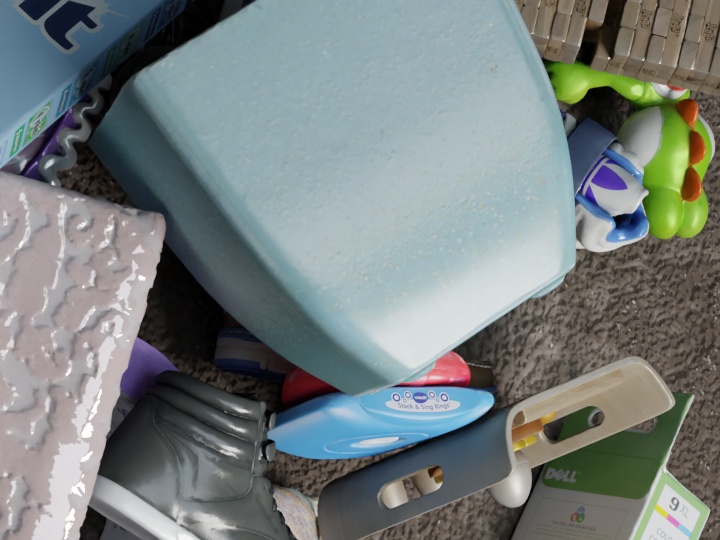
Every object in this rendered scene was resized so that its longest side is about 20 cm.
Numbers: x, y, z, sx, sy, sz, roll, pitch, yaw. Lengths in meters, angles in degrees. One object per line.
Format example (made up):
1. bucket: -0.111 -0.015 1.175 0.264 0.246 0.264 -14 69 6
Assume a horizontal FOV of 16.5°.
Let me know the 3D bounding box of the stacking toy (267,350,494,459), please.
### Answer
1. stacking toy: 0.000 0.000 1.413 0.116 0.110 0.201 2 75 -31

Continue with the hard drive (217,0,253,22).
1. hard drive: -0.036 -0.120 1.435 0.132 0.025 0.201 10 102 -51

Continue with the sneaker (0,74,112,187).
1. sneaker: -0.200 -0.068 1.327 0.088 0.080 0.201 29 71 -18

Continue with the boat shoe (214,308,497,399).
1. boat shoe: 0.006 0.040 1.495 0.200 0.072 0.073 13 83 -38

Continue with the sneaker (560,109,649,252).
1. sneaker: 0.107 -0.084 1.491 0.081 0.146 0.200 -56 143 -18

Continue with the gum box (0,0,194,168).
1. gum box: -0.196 -0.159 1.287 0.170 0.045 0.200 41 62 7

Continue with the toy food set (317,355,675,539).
1. toy food set: 0.084 0.115 1.484 0.200 0.143 0.061 -17 83 -55

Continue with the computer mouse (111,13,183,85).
1. computer mouse: -0.120 -0.195 1.408 0.058 0.034 0.201 -4 95 -39

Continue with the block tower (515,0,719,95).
1. block tower: 0.150 -0.156 1.547 0.199 0.054 0.058 14 82 2

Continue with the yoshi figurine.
1. yoshi figurine: 0.179 -0.114 1.631 0.112 0.112 0.201 45 38 -77

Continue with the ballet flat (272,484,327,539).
1. ballet flat: -0.035 0.176 1.484 0.200 0.068 0.067 60 39 -30

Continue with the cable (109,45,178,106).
1. cable: -0.071 -0.136 1.447 0.200 0.050 0.097 -45 132 -24

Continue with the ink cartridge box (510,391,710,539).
1. ink cartridge box: 0.155 0.176 1.601 0.059 0.104 0.200 38 69 -34

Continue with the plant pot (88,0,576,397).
1. plant pot: 0.001 -0.047 1.285 0.196 0.196 0.200 -32 91 -14

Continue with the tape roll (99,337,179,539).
1. tape roll: -0.175 0.126 1.358 0.200 0.066 0.201 -2 93 -38

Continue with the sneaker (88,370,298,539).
1. sneaker: -0.057 0.127 1.366 0.200 0.071 0.099 37 74 -30

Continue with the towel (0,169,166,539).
1. towel: -0.214 0.041 1.263 0.190 0.032 0.201 17 85 -8
